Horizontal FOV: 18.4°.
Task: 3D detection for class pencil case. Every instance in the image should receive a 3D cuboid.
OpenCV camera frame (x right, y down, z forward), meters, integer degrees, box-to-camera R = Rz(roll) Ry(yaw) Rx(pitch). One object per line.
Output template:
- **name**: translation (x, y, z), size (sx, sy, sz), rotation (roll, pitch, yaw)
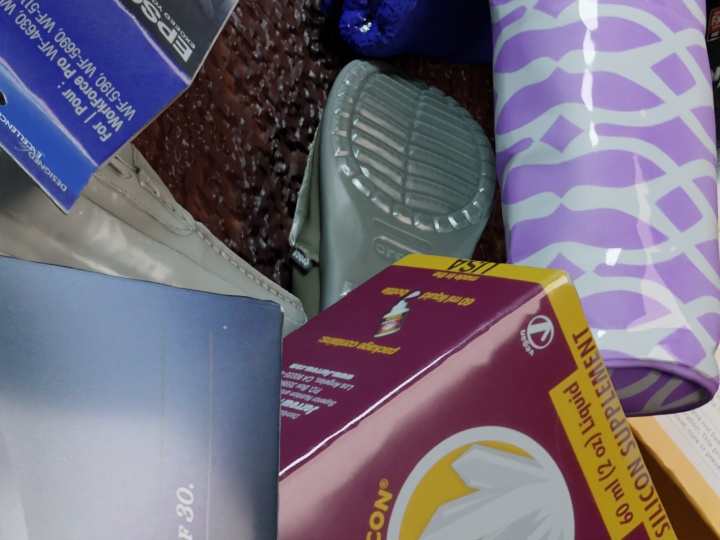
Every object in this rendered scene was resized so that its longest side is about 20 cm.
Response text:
- **pencil case**: translation (0.085, -0.039, 0.800), size (0.084, 0.085, 0.201), rotation (10, 70, -22)

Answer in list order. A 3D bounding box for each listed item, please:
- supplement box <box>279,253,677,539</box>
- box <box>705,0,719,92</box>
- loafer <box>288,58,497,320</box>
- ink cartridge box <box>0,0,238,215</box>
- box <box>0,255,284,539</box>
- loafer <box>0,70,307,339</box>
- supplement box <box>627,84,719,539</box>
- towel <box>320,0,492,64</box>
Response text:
- **supplement box**: translation (-0.014, 0.092, 0.645), size (0.200, 0.086, 0.111), rotation (-34, 111, -26)
- **box**: translation (0.163, -0.093, 1.032), size (0.200, 0.046, 0.160), rotation (-22, 123, -57)
- **loafer**: translation (0.000, 0.000, 0.800), size (0.075, 0.070, 0.200), rotation (28, 40, -16)
- **ink cartridge box**: translation (-0.081, -0.103, 0.661), size (0.099, 0.039, 0.200), rotation (47, 27, -16)
- **box**: translation (-0.128, 0.099, 0.449), size (0.198, 0.123, 0.201), rotation (10, 69, -28)
- **loafer**: translation (-0.084, -0.018, 0.664), size (0.200, 0.070, 0.070), rotation (31, 63, -48)
- **supplement box**: translation (0.157, 0.020, 0.906), size (0.126, 0.073, 0.200), rotation (50, 61, -13)
- **towel**: translation (0.057, -0.157, 0.902), size (0.200, 0.049, 0.148), rotation (-8, 114, -61)
